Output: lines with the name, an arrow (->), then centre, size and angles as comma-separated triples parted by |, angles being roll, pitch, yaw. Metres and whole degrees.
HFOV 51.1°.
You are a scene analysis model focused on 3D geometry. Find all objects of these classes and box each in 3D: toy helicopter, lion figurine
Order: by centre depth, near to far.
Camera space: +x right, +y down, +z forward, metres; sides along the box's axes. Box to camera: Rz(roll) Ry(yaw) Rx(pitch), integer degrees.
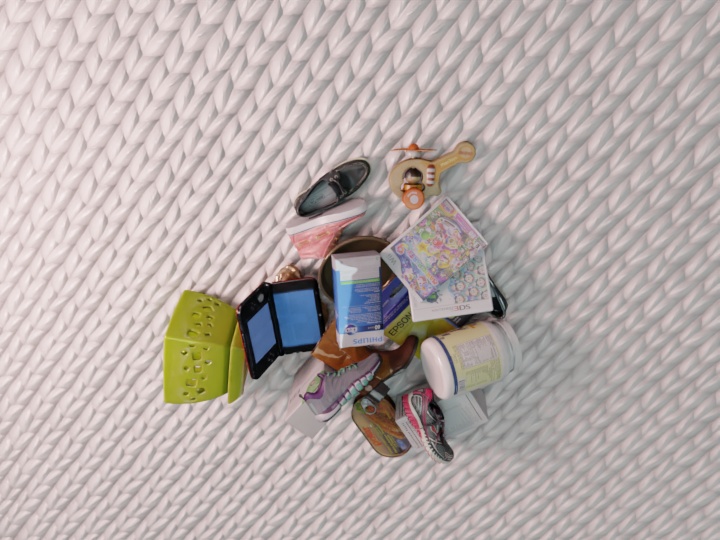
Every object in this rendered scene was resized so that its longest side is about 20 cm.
toy helicopter -> 0.151, -0.227, 1.614 | 0.199, 0.079, 0.133 | -27, 102, 4
lion figurine -> -0.135, 0.078, 1.774 | 0.200, 0.073, 0.123 | 37, 99, -28

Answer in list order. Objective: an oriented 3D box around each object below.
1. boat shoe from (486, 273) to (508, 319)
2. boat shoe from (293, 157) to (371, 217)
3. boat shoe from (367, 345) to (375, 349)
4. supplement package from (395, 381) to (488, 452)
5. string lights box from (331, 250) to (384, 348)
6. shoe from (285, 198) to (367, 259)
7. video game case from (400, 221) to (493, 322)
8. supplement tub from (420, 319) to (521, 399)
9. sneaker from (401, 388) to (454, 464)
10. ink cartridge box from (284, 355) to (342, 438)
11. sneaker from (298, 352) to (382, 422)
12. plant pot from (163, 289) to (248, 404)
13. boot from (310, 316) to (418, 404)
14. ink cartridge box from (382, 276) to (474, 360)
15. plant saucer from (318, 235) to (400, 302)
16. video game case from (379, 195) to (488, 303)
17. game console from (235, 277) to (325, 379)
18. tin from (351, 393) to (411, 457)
boat shoe -> 0.265, 0.033, 1.719 | 0.075, 0.062, 0.200 | -33, 108, 18
boat shoe -> -0.063, -0.176, 1.644 | 0.198, 0.066, 0.075 | -25, 109, 14
boat shoe -> -0.016, 0.264, 1.853 | 0.062, 0.073, 0.200 | 43, 114, 11
supplement package -> 0.196, 0.336, 1.837 | 0.199, 0.110, 0.114 | -27, 110, 15
string lights box -> -0.006, 0.063, 1.654 | 0.102, 0.059, 0.202 | -5, 104, -10
shoe -> -0.064, -0.090, 1.686 | 0.199, 0.072, 0.091 | -17, 114, 17
video game case -> 0.191, 0.003, 1.675 | 0.180, 0.024, 0.202 | -8, 86, 2
supplement tub -> 0.252, 0.199, 1.725 | 0.199, 0.145, 0.146 | -17, 115, -15
sneaker -> 0.169, 0.365, 1.748 | 0.074, 0.081, 0.201 | -26, 110, 13
ink cartridge box -> -0.096, 0.273, 1.782 | 0.087, 0.200, 0.146 | 34, 112, -15
sneaker -> -0.040, 0.235, 1.641 | 0.200, 0.074, 0.088 | -43, 95, -19
plant pot -> -0.349, 0.187, 1.760 | 0.180, 0.199, 0.201 | 8, 121, -4
boot -> 0.014, 0.176, 1.733 | 0.200, 0.068, 0.189 | 40, 86, -2
ink cartridge box -> 0.142, 0.095, 1.753 | 0.199, 0.047, 0.198 | 33, 114, -22
plant saucer -> 0.000, 0.000, 1.712 | 0.198, 0.030, 0.201 | -7, 128, -9
video game case -> 0.161, -0.047, 1.657 | 0.200, 0.018, 0.143 | -41, 89, 0
game console -> -0.174, 0.132, 1.697 | 0.118, 0.172, 0.201 | 8, 123, 26
tin -> 0.055, 0.390, 1.914 | 0.111, 0.042, 0.201 | -29, 110, 12
